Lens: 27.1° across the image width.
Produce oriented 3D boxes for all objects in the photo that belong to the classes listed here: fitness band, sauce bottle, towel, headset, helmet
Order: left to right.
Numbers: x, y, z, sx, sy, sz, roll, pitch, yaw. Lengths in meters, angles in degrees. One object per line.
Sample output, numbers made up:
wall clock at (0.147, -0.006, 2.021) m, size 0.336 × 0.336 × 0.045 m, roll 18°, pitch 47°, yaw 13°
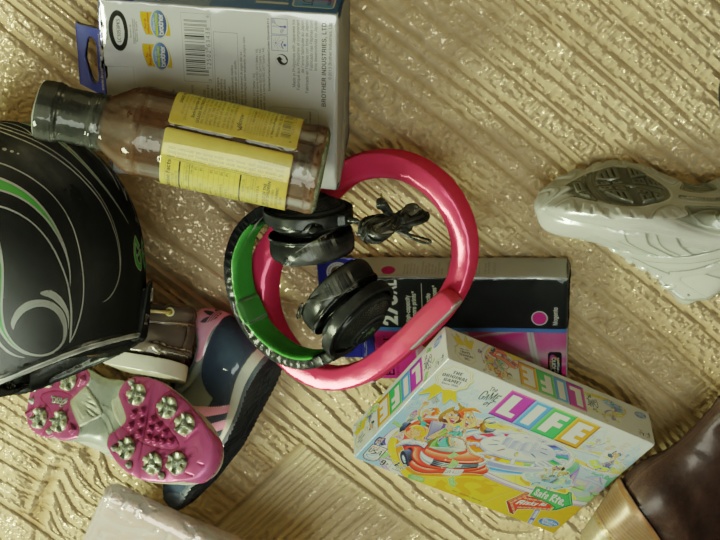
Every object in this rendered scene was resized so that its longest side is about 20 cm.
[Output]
helmet at (-0.257, -0.013, 1.070) m, size 0.198 × 0.200 × 0.193 m, roll -22°, pitch 85°, yaw 20°
sauce bottle at (-0.120, -0.089, 1.004) m, size 0.197 × 0.065 × 0.065 m, roll 14°, pitch 122°, yaw 0°
towel at (-0.149, 0.269, 1.299) m, size 0.198 × 0.032 × 0.191 m, roll 25°, pitch 142°, yaw -6°
headset at (-0.030, 0.000, 1.057) m, size 0.199 × 0.094 × 0.125 m, roll -28°, pitch 87°, yaw 40°
fitness band at (0.000, 0.000, 1.116) m, size 0.200 × 0.037 × 0.144 m, roll -42°, pitch 80°, yaw 26°

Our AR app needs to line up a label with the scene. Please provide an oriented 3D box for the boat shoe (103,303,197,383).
boat shoe at (-0.222, 0.040, 1.182) m, size 0.198 × 0.072 × 0.060 m, roll 11°, pitch 80°, yaw 20°

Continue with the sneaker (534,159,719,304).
sneaker at (0.222, -0.018, 1.082) m, size 0.197 × 0.078 × 0.100 m, roll 7°, pitch 126°, yaw 4°

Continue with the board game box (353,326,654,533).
board game box at (0.112, 0.129, 1.175) m, size 0.198 × 0.034 × 0.135 m, roll 23°, pitch 129°, yaw -23°

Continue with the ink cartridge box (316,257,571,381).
ink cartridge box at (0.064, 0.037, 1.162) m, size 0.197 × 0.037 × 0.096 m, roll 1°, pitch 121°, yaw 9°

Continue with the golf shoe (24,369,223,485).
golf shoe at (-0.173, 0.123, 1.185) m, size 0.198 × 0.076 × 0.091 m, roll 17°, pitch 173°, yaw 35°

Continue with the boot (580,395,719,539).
boot at (0.289, 0.203, 1.211) m, size 0.166 × 0.073 × 0.199 m, roll -45°, pitch 126°, yaw 12°

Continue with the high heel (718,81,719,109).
high heel at (0.343, -0.129, 0.993) m, size 0.198 × 0.071 × 0.144 m, roll 16°, pitch 117°, yaw 17°

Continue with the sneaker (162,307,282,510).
sneaker at (-0.130, 0.112, 1.226) m, size 0.082 × 0.070 × 0.201 m, roll 38°, pitch 124°, yaw 12°

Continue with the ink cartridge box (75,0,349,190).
ink cartridge box at (-0.108, -0.139, 1.051) m, size 0.197 × 0.077 × 0.138 m, roll 4°, pitch 122°, yaw 4°
